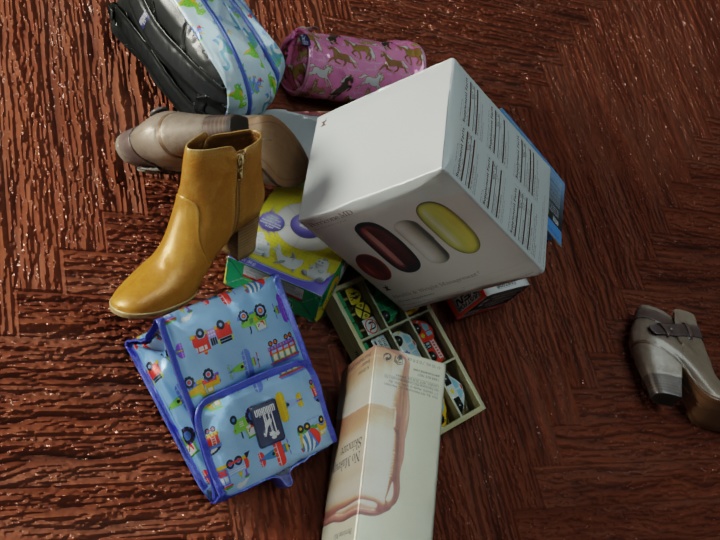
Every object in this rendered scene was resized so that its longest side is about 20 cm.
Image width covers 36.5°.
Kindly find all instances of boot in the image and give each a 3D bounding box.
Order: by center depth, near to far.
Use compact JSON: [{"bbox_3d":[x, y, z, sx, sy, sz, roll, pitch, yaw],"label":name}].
[{"bbox_3d":[-0.170,-0.053,1.065,0.070,0.146,0.200,25,41,29],"label":"boot"},{"bbox_3d":[-0.163,-0.129,1.194,0.200,0.144,0.071,28,59,-60],"label":"boot"},{"bbox_3d":[0.451,0.127,1.476,0.198,0.070,0.148,22,49,-20],"label":"boot"}]

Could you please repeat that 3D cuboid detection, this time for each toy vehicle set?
[{"bbox_3d":[0.049,0.096,1.248,0.123,0.026,0.202,-22,80,-40],"label":"toy vehicle set"}]

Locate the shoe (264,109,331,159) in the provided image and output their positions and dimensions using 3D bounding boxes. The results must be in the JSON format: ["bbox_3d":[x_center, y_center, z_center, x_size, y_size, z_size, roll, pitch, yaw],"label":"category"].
[{"bbox_3d":[-0.055,-0.160,1.336,0.197,0.091,0.073,-1,97,-5],"label":"shoe"}]

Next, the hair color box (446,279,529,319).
[{"bbox_3d":[0.119,-0.047,1.366,0.101,0.061,0.202,-10,66,-48],"label":"hair color box"}]

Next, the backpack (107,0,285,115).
[{"bbox_3d":[-0.181,-0.254,1.241,0.152,0.163,0.202,-15,68,-34],"label":"backpack"}]

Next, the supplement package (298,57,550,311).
[{"bbox_3d":[0.073,-0.083,1.178,0.200,0.189,0.149,39,47,-38],"label":"supplement package"}]

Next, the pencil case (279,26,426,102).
[{"bbox_3d":[-0.008,-0.265,1.422,0.198,0.088,0.083,0,31,-33],"label":"pencil case"}]

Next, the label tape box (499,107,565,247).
[{"bbox_3d":[0.197,-0.107,1.409,0.144,0.063,0.201,47,27,-13],"label":"label tape box"}]

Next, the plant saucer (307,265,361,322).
[{"bbox_3d":[0.000,0.000,1.297,0.198,0.019,0.070,-20,74,-41],"label":"plant saucer"}]

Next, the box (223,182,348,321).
[{"bbox_3d":[-0.061,-0.041,1.235,0.116,0.049,0.201,22,43,6],"label":"box"}]

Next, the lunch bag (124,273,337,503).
[{"bbox_3d":[-0.121,0.128,1.100,0.149,0.094,0.202,-22,85,-38],"label":"lunch bag"}]

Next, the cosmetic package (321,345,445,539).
[{"bbox_3d":[0.023,0.192,1.109,0.086,0.103,0.203,16,62,-19],"label":"cosmetic package"}]
